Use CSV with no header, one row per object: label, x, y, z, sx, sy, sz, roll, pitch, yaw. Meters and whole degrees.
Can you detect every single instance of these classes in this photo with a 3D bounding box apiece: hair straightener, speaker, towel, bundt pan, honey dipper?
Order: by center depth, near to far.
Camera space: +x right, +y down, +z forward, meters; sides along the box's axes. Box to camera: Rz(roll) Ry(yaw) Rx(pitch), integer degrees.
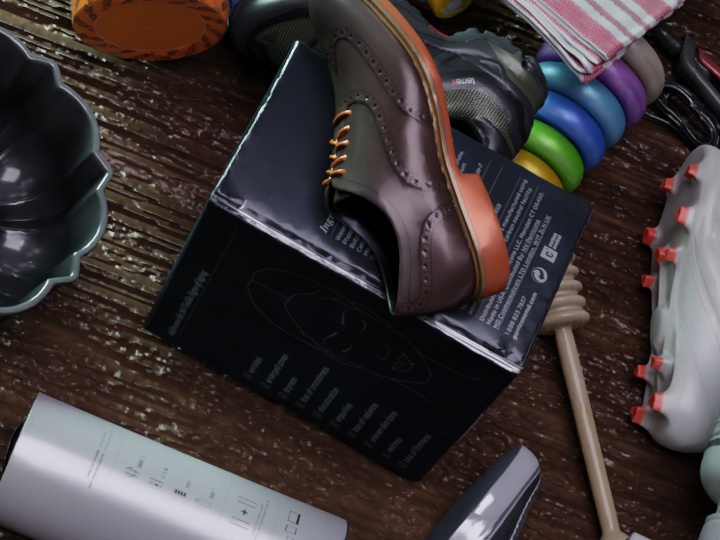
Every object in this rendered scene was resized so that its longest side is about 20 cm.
speaker,-0.112,0.143,1.419,0.199,0.081,0.081,23,65,-6
bundt pan,-0.252,-0.048,1.446,0.201,0.076,0.203,12,60,-22
honey dipper,0.139,0.086,1.537,0.038,0.038,0.201,-8,73,-18
towel,0.150,-0.213,1.584,0.146,0.030,0.200,42,52,11
hair straightener,0.242,-0.092,1.632,0.200,0.041,0.077,47,64,5

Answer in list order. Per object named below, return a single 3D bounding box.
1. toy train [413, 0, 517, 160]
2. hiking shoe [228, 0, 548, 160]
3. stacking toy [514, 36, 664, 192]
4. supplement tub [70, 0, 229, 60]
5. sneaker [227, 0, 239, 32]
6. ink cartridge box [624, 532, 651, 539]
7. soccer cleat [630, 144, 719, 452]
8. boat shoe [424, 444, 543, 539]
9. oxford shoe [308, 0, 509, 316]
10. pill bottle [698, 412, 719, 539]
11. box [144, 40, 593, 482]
toy train,0.056,-0.143,1.581,0.150,0.056,0.200,25,62,8
hiking shoe,0.010,-0.110,1.484,0.199,0.076,0.101,17,58,3
stacking toy,0.113,-0.068,1.570,0.085,0.085,0.200,34,69,-1
supplement tub,-0.131,-0.241,1.542,0.122,0.123,0.201,4,69,-14
sneaker,-0.026,-0.224,1.582,0.078,0.090,0.200,28,65,-3
ink cartridge box,0.214,0.267,1.459,0.199,0.083,0.147,26,64,-4
soccer cleat,0.221,0.020,1.573,0.077,0.069,0.201,13,73,-16
boat shoe,0.059,0.196,1.455,0.066,0.070,0.200,39,64,-7
oxford shoe,0.009,-0.070,1.322,0.072,0.071,0.201,-20,74,-19
pill bottle,0.271,0.099,1.492,0.110,0.111,0.201,25,73,-5
box,0.000,0.000,1.440,0.196,0.200,0.124,28,63,-4
